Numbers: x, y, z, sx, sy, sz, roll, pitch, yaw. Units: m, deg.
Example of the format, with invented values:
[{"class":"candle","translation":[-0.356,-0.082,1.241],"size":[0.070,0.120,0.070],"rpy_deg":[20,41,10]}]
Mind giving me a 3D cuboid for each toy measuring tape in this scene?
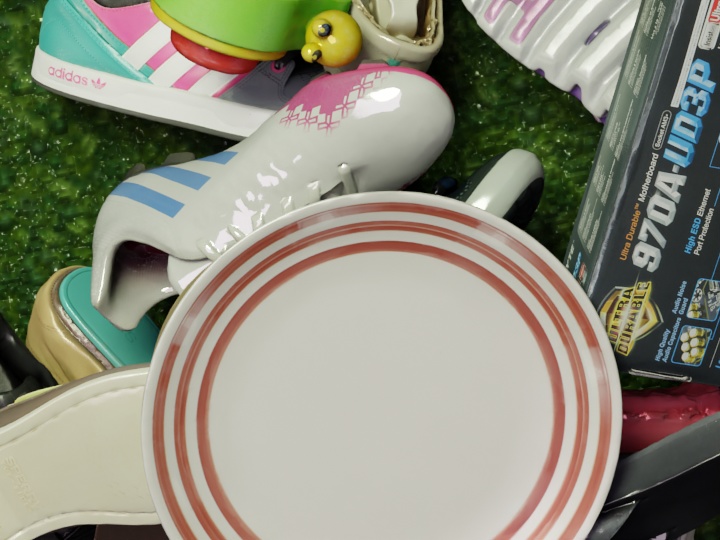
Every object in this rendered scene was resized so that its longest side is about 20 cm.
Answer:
[{"class":"toy measuring tape","translation":[-0.088,-0.141,0.980],"size":[0.200,0.074,0.074],"rpy_deg":[30,100,17]}]

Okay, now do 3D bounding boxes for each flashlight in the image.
[{"class":"flashlight","translation":[0.113,0.061,0.985],"size":[0.200,0.068,0.068],"rpy_deg":[-2,92,-10]}]

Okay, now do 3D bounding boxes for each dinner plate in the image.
[{"class":"dinner plate","translation":[0.009,0.063,0.918],"size":[0.200,0.024,0.200],"rpy_deg":[-1,105,-4]}]

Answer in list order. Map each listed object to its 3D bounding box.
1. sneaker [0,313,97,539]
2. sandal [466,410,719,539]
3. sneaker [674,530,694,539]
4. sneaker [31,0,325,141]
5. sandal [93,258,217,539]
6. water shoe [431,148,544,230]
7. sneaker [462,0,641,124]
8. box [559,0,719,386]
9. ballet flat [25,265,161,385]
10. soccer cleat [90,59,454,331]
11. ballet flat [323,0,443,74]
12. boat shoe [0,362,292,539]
[{"class":"sneaker","translation":[-0.160,0.099,1.066],"size":[0.076,0.091,0.200],"rpy_deg":[-29,71,-30]},{"class":"sandal","translation":[0.102,0.121,0.961],"size":[0.200,0.076,0.043],"rpy_deg":[-32,57,19]},{"class":"sneaker","translation":[0.154,0.201,1.017],"size":[0.080,0.076,0.200],"rpy_deg":[-19,88,10]},{"class":"sneaker","translation":[-0.059,-0.130,1.059],"size":[0.200,0.084,0.121],"rpy_deg":[13,105,16]},{"class":"sandal","translation":[-0.056,0.061,1.007],"size":[0.078,0.070,0.212],"rpy_deg":[34,116,13]},{"class":"water shoe","translation":[0.000,0.000,1.030],"size":[0.079,0.071,0.200],"rpy_deg":[49,118,9]},{"class":"sneaker","translation":[0.117,-0.103,1.008],"size":[0.080,0.088,0.200],"rpy_deg":[-43,72,5]},{"class":"box","translation":[0.180,-0.043,0.914],"size":[0.159,0.046,0.200],"rpy_deg":[8,117,-11]},{"class":"ballet flat","translation":[-0.090,0.082,1.092],"size":[0.200,0.069,0.063],"rpy_deg":[48,131,11]},{"class":"soccer cleat","translation":[-0.042,-0.025,0.994],"size":[0.200,0.086,0.070],"rpy_deg":[-22,131,34]},{"class":"ballet flat","translation":[0.012,-0.178,1.017],"size":[0.069,0.069,0.200],"rpy_deg":[-8,74,15]},{"class":"boat shoe","translation":[-0.124,0.081,0.963],"size":[0.200,0.060,0.072],"rpy_deg":[-22,106,9]}]
